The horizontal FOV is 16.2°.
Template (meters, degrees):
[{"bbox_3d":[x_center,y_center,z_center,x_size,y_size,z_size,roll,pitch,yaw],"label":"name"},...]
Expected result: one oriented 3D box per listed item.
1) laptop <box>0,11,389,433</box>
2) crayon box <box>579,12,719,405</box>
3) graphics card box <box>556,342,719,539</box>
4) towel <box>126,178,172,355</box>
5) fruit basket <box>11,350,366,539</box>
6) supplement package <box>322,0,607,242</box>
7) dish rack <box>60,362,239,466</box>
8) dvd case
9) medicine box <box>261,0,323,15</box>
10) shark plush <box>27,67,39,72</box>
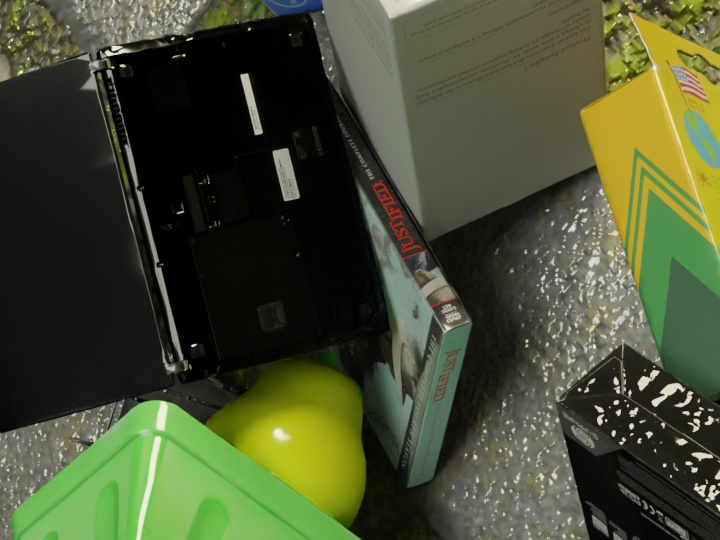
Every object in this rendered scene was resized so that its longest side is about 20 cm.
[{"bbox_3d":[-0.110,-0.026,1.335,0.103,0.199,0.178,-18,87,62],"label":"laptop"},{"bbox_3d":[0.178,-0.018,1.238,0.051,0.127,0.201,-31,60,30],"label":"crayon box"},{"bbox_3d":[0.162,0.139,1.178,0.051,0.201,0.125,-38,47,-19],"label":"graphics card box"},{"bbox_3d":[-0.093,-0.037,1.441,0.200,0.085,0.167,136,143,-81],"label":"towel"},{"bbox_3d":[-0.066,0.142,1.346,0.155,0.215,0.216,-40,57,31],"label":"fruit basket"},{"bbox_3d":[0.051,-0.130,1.305,0.116,0.200,0.118,-25,58,-9],"label":"supplement package"},{"bbox_3d":[-0.137,0.151,1.488,0.153,0.054,0.201,13,85,52],"label":"dish rack"},{"bbox_3d":[0.000,0.000,1.397,0.200,0.022,0.146,59,155,31],"label":"dvd case"},{"bbox_3d":[-0.023,-0.250,1.401,0.181,0.200,0.103,-9,54,39],"label":"medicine box"},{"bbox_3d":[-0.192,-0.039,1.619,0.083,0.091,0.201,-22,43,13],"label":"shark plush"}]
